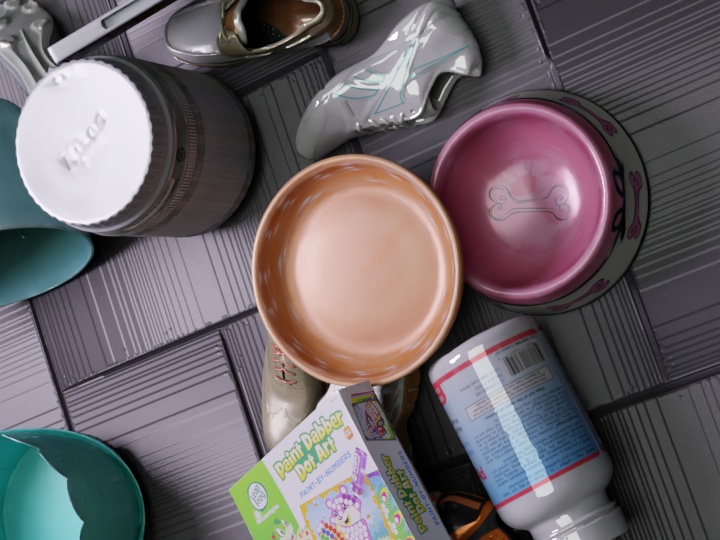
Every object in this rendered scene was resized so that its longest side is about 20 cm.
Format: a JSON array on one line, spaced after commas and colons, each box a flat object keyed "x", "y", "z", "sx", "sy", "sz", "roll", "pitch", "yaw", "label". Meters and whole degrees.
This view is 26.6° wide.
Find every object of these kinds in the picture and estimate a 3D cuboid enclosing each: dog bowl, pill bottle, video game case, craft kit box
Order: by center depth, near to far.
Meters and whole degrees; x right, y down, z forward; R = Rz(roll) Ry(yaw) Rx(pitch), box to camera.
[{"x": 0.147, "y": 0.149, "z": 1.302, "sx": 0.108, "sy": 0.109, "sz": 0.201, "roll": -31, "pitch": 78, "yaw": 20, "label": "pill bottle"}, {"x": 0.146, "y": -0.060, "z": 1.320, "sx": 0.198, "sy": 0.074, "sz": 0.202, "roll": 1, "pitch": 91, "yaw": 23, "label": "dog bowl"}, {"x": -0.012, "y": 0.230, "z": 1.327, "sx": 0.200, "sy": 0.048, "sz": 0.199, "roll": -45, "pitch": 64, "yaw": 42, "label": "craft kit box"}, {"x": -0.193, "y": -0.246, "z": 1.395, "sx": 0.199, "sy": 0.143, "sz": 0.018, "roll": -31, "pitch": 99, "yaw": -3, "label": "video game case"}]

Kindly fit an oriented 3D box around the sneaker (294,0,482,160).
[{"x": 0.024, "y": -0.157, "z": 1.375, "sx": 0.200, "sy": 0.070, "sz": 0.081, "roll": -39, "pitch": 79, "yaw": 18, "label": "sneaker"}]

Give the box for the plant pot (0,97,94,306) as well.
[{"x": -0.375, "y": -0.072, "z": 1.485, "sx": 0.199, "sy": 0.200, "sz": 0.162, "roll": -24, "pitch": 72, "yaw": 22, "label": "plant pot"}]

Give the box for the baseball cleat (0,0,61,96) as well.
[{"x": -0.317, "y": -0.187, "z": 1.521, "sx": 0.069, "sy": 0.107, "sz": 0.201, "roll": -21, "pitch": 50, "yaw": -12, "label": "baseball cleat"}]

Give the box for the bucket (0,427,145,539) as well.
[{"x": -0.317, "y": 0.252, "z": 1.490, "sx": 0.205, "sy": 0.135, "sz": 0.209, "roll": 1, "pitch": 92, "yaw": 23, "label": "bucket"}]

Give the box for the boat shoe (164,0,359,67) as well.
[{"x": -0.104, "y": -0.236, "z": 1.429, "sx": 0.198, "sy": 0.068, "sz": 0.076, "roll": -6, "pitch": 88, "yaw": 23, "label": "boat shoe"}]

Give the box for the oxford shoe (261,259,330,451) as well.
[{"x": -0.068, "y": 0.079, "z": 1.412, "sx": 0.070, "sy": 0.075, "sz": 0.202, "roll": 8, "pitch": 94, "yaw": 23, "label": "oxford shoe"}]

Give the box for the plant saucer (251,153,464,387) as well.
[{"x": 0.000, "y": 0.000, "z": 1.326, "sx": 0.198, "sy": 0.037, "sz": 0.202, "roll": 1, "pitch": 92, "yaw": 23, "label": "plant saucer"}]

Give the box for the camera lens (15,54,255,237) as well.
[{"x": -0.200, "y": -0.111, "z": 1.400, "sx": 0.159, "sy": 0.200, "sz": 0.162, "roll": 0, "pitch": 91, "yaw": 23, "label": "camera lens"}]

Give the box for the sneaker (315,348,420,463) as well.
[{"x": -0.001, "y": 0.153, "z": 1.397, "sx": 0.087, "sy": 0.075, "sz": 0.202, "roll": 12, "pitch": 94, "yaw": 40, "label": "sneaker"}]

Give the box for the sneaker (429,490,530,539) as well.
[{"x": 0.099, "y": 0.300, "z": 1.341, "sx": 0.111, "sy": 0.077, "sz": 0.202, "roll": 5, "pitch": 92, "yaw": 24, "label": "sneaker"}]
